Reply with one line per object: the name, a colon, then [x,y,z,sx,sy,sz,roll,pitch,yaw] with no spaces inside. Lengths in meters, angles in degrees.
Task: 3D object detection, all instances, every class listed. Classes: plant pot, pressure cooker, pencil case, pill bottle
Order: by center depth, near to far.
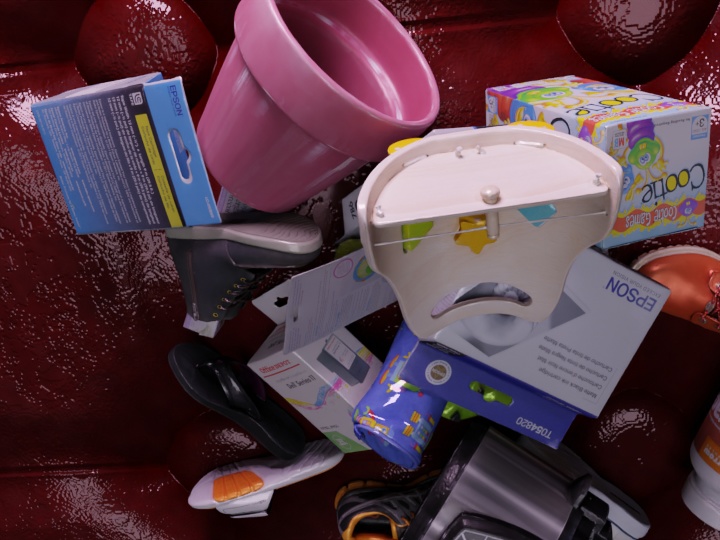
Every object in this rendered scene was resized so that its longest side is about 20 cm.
plant pot: [-0.055,-0.157,0.802,0.200,0.200,0.179,41,126,-11]
pencil case: [0.060,0.100,0.881,0.086,0.201,0.078,23,156,10]
pressure cooker: [0.162,0.279,0.906,0.199,0.179,0.176,32,157,11]
pill bottle: [0.431,0.183,0.926,0.111,0.112,0.201,17,113,-2]

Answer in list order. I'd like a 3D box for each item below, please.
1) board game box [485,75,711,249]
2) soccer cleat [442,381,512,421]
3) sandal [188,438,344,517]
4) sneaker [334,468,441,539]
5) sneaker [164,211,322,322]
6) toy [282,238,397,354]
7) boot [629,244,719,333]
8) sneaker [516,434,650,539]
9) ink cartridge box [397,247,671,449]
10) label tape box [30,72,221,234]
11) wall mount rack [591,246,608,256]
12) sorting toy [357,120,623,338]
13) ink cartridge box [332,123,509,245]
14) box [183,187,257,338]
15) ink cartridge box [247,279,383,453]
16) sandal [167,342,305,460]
board game box: [0.204,-0.106,0.767,0.104,0.200,0.104,-12,113,-16]
soccer cleat: [0.164,0.130,0.958,0.199,0.081,0.068,2,108,-19]
sandal: [-0.110,0.264,1.030,0.205,0.079,0.060,-17,107,10]
sneaker: [0.065,0.296,1.028,0.199,0.077,0.079,-10,110,8]
sneaker: [-0.110,0.000,0.855,0.199,0.075,0.107,7,113,40]
toy: [0.000,0.000,0.872,0.199,0.047,0.116,-21,143,-27]
boot: [0.376,0.034,0.874,0.199,0.107,0.076,12,115,2]
sneaker: [0.250,0.267,0.999,0.200,0.073,0.071,39,107,-11]
ink cartridge box: [0.165,0.061,0.815,0.199,0.041,0.201,24,100,-15]
label tape box: [-0.221,-0.117,0.855,0.199,0.066,0.144,-3,113,29]
wall mount rack: [0.179,-0.004,0.884,0.172,0.075,0.201,6,127,-1]
sorting toy: [0.100,-0.018,0.712,0.198,0.107,0.181,-8,127,-1]
ink cartridge box: [0.054,-0.081,0.828,0.200,0.099,0.039,-33,74,51]
box: [-0.149,-0.021,0.936,0.038,0.041,0.201,20,112,0]
ink cartridge box: [-0.045,0.110,0.937,0.200,0.067,0.117,44,148,-12]
sandal: [-0.133,0.141,0.986,0.200,0.076,0.048,40,117,-21]
